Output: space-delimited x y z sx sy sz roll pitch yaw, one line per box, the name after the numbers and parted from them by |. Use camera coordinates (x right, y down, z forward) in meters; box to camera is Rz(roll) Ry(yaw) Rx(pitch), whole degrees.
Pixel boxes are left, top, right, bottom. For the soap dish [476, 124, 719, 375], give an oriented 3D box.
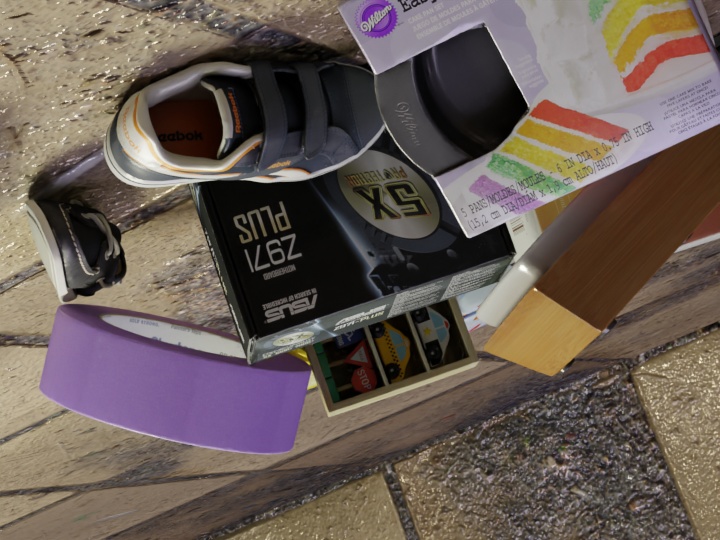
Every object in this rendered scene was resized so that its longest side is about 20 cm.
0.181 -0.019 1.390 0.200 0.081 0.157 -45 175 -20 | soap dish

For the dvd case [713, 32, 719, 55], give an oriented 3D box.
0.201 -0.115 1.326 0.145 0.022 0.200 -26 -171 35 | dvd case

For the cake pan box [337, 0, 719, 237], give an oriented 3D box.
0.104 -0.135 1.158 0.199 0.185 0.052 -23 -153 13 | cake pan box

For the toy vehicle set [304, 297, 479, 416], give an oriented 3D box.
0.000 0.000 1.497 0.123 0.202 0.027 -19 169 -6 | toy vehicle set

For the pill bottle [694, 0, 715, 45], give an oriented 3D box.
0.121 -0.147 1.249 0.199 0.115 0.114 -22 168 8 | pill bottle

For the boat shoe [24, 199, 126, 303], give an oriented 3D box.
-0.204 -0.017 1.403 0.060 0.074 0.200 -18 171 -6 | boat shoe

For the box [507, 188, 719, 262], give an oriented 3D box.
0.215 -0.081 1.570 0.198 0.154 0.106 -18 176 -10 | box

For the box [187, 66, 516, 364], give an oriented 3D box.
-0.013 -0.046 1.364 0.198 0.165 0.086 -17 168 -9 | box

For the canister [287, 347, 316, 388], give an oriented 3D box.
-0.056 0.019 1.618 0.086 0.150 0.200 -17 169 -14 | canister

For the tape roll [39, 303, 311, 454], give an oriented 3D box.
-0.140 0.081 1.453 0.198 0.066 0.200 13 -176 -1 | tape roll

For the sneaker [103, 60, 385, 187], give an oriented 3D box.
-0.065 -0.098 1.256 0.198 0.079 0.079 -14 172 -19 | sneaker

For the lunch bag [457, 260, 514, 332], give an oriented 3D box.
0.152 0.011 2.084 0.199 0.076 0.160 -23 170 8 | lunch bag
